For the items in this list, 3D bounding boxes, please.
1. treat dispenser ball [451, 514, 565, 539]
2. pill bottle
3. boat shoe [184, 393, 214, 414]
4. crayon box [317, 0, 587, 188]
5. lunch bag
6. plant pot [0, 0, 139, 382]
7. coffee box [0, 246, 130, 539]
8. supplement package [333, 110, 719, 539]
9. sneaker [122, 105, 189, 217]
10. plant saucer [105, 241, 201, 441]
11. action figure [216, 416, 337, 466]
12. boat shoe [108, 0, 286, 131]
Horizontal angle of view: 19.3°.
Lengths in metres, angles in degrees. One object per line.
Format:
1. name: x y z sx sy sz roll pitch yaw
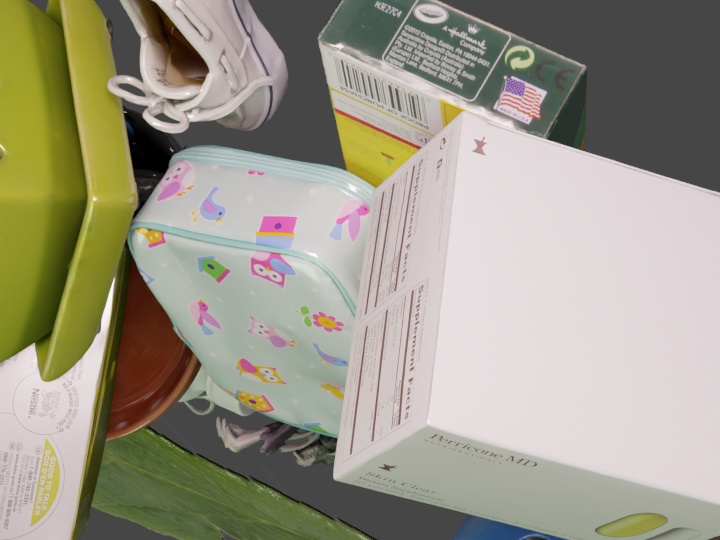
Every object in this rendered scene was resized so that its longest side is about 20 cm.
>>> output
1. treat dispenser ball: 0.151 0.248 1.539 0.200 0.201 0.201 27 162 10
2. pill bottle: -0.154 0.031 1.587 0.199 0.111 0.111 25 161 17
3. boat shoe: -0.145 0.075 1.730 0.202 0.086 0.075 13 155 43
4. crayon box: 0.051 -0.066 1.103 0.127 0.051 0.200 26 161 15
5. lunch bag: -0.028 0.018 1.213 0.160 0.077 0.200 8 147 30
6. plant pot: -0.232 -0.053 1.193 0.181 0.200 0.200 0 142 -19
7. coffee box: -0.261 0.066 1.390 0.197 0.201 0.200 10 179 -5
8. supplement package: 0.106 0.039 1.012 0.199 0.156 0.111 16 156 -18
9. sneaker: -0.186 -0.076 1.433 0.199 0.073 0.112 12 153 24
10. plant saucer: -0.196 0.023 1.526 0.200 0.201 0.032 24 -170 18
11. action figure: -0.051 0.074 1.467 0.200 0.102 0.119 59 -169 -12
12. boat shoe: -0.094 -0.111 1.127 0.074 0.086 0.202 25 161 15
